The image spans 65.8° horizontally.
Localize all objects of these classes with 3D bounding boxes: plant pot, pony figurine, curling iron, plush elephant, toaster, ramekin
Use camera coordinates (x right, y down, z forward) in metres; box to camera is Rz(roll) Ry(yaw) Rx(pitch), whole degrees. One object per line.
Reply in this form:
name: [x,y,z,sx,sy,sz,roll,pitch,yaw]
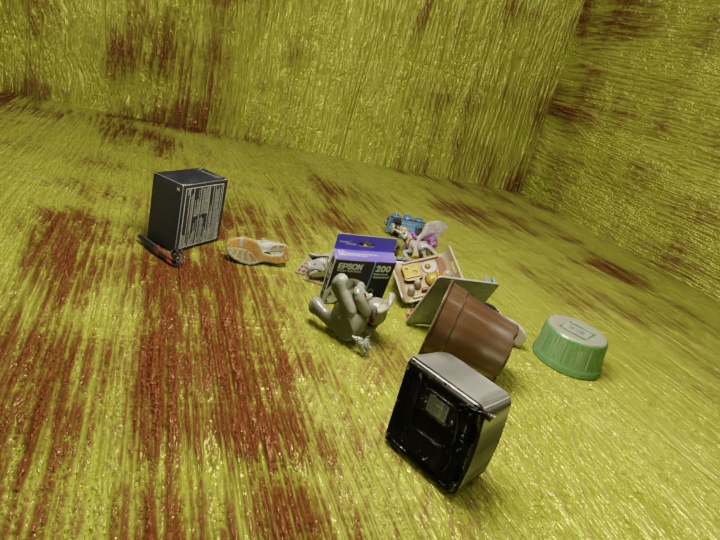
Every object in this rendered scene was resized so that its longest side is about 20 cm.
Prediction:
plant pot: [0.268,0.157,1.360,0.195,0.204,0.200,26,22,10]
pony figurine: [0.227,-0.092,2.037,0.188,0.169,0.202,4,40,-21]
curling iron: [-0.552,-0.060,1.537,0.197,0.026,0.050,23,59,30]
plush elephant: [0.001,0.094,1.367,0.201,0.165,0.154,50,45,10]
toaster: [0.158,0.267,0.991,0.117,0.185,0.198,-5,27,-45]
ramekin: [0.595,0.210,1.569,0.194,0.100,0.201,13,21,-5]

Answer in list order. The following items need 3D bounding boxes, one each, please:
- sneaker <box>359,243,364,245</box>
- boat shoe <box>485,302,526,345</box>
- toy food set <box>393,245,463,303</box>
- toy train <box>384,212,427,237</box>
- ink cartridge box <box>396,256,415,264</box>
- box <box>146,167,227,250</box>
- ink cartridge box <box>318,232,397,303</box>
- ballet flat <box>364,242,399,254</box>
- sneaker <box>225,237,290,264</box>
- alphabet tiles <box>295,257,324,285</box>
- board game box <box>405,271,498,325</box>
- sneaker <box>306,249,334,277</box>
sneaker: [0.005,-0.045,1.805,0.195,0.093,0.076,14,15,-21]
boat shoe: [0.403,0.145,1.629,0.197,0.077,0.092,26,30,28]
toy food set: [0.196,0.005,1.657,0.194,0.061,0.146,-12,54,-7]
toy train: [0.195,-0.177,2.299,0.194,0.089,0.115,10,27,-15]
ink cartridge box: [0.208,-0.005,1.815,0.194,0.045,0.198,10,6,7]
box: [-0.511,-0.185,1.642,0.121,0.205,0.198,22,21,18]
ink cartridge box: [0.000,0.000,1.534,0.193,0.204,0.044,2,32,-29]
ballet flat: [0.065,-0.081,2.008,0.196,0.067,0.047,3,55,-37]
sneaker: [-0.312,-0.057,1.671,0.195,0.078,0.087,9,5,-25]
alphabet tiles: [-0.109,0.005,1.724,0.162,0.006,0.201,17,21,3]
board game box: [0.245,0.082,1.508,0.195,0.202,0.026,6,48,-25]
sneaker: [-0.092,-0.019,1.609,0.111,0.077,0.200,1,-12,-14]
